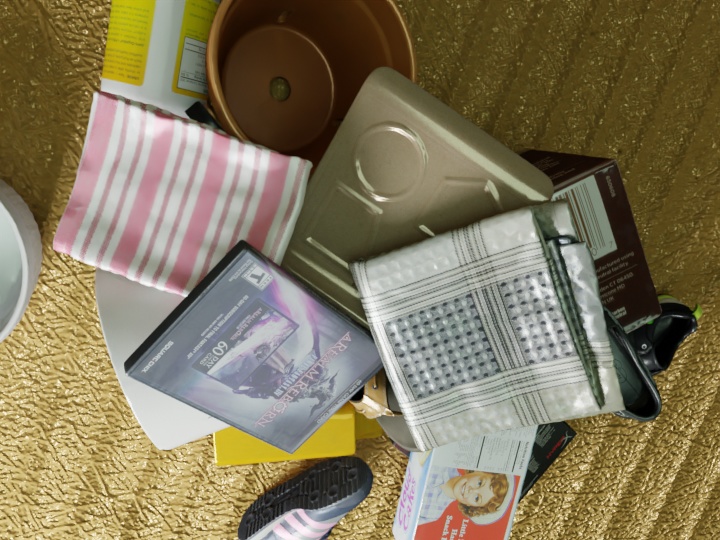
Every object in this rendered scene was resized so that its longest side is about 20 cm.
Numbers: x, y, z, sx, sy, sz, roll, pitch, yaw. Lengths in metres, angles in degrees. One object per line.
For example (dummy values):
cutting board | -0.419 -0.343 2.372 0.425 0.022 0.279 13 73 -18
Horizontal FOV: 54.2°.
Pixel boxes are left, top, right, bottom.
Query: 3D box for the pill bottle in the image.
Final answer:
pill bottle | -0.196 -0.215 0.692 0.102 0.104 0.204 10 100 -11

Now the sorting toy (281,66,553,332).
sorting toy | 0.041 -0.044 0.621 0.184 0.037 0.202 34 109 0

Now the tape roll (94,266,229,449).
tape roll | -0.159 0.058 0.706 0.137 0.203 0.206 -19 104 -5

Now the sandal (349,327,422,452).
sandal | 0.011 0.117 0.761 0.054 0.201 0.082 -9 140 -46

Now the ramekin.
ramekin | -0.416 -0.015 0.697 0.196 0.105 0.204 -2 102 -8

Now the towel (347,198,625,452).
towel | 0.108 0.054 0.595 0.197 0.035 0.196 -17 102 18

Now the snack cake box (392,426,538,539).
snack cake box | 0.115 0.222 0.777 0.113 0.067 0.204 10 101 -14

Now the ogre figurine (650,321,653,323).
ogre figurine | 0.254 0.084 0.800 0.097 0.120 0.201 35 50 -5

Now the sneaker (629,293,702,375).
sneaker | 0.327 0.102 0.857 0.200 0.083 0.072 -45 105 2

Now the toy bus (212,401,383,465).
toy bus | -0.068 0.173 0.808 0.196 0.078 0.066 -2 103 -9

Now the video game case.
video game case | -0.078 0.076 0.607 0.143 0.019 0.199 -44 130 9

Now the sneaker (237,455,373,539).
sneaker | -0.050 0.281 0.820 0.198 0.071 0.082 -31 117 28

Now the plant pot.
plant pot | -0.063 -0.186 0.687 0.196 0.140 0.204 -2 96 -24

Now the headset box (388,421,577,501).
headset box | 0.133 0.182 0.845 0.199 0.077 0.150 38 93 -14

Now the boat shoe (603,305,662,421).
boat shoe | 0.202 0.065 0.630 0.074 0.066 0.200 -38 105 2

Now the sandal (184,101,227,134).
sandal | -0.122 -0.085 0.723 0.048 0.075 0.201 -40 132 -2

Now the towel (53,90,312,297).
towel | -0.153 -0.053 0.595 0.197 0.030 0.149 19 96 5

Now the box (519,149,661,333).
box | 0.178 -0.017 0.747 0.164 0.200 0.167 -25 104 -3
